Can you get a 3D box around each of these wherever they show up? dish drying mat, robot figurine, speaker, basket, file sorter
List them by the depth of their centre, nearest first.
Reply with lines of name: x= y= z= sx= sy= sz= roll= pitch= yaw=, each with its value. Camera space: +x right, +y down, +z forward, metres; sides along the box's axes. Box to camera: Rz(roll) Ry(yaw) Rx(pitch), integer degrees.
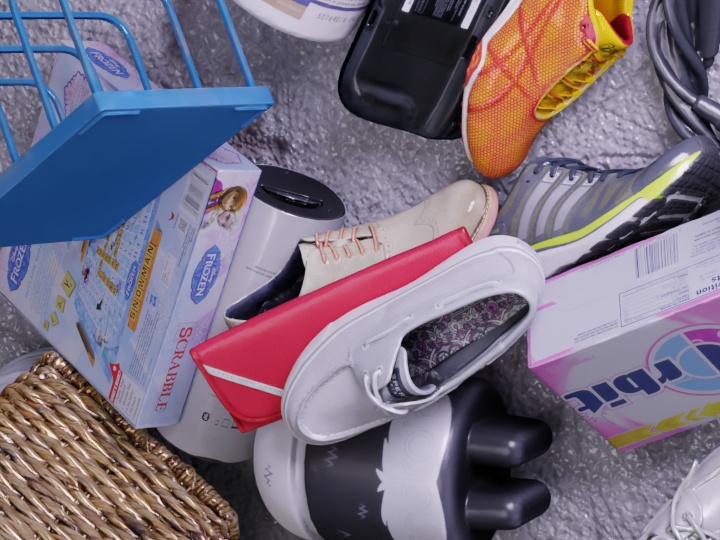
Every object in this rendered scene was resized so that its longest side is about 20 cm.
file sorter: x=-0.182 y=-0.111 z=1.417 sx=0.200 sy=0.138 sz=0.123 roll=-33 pitch=72 yaw=42
dish drying mat: x=-0.006 y=0.042 z=1.427 sx=0.199 sy=0.018 sz=0.077 roll=-23 pitch=114 yaw=16
robot figurine: x=0.027 y=0.127 z=1.489 sx=0.199 sy=0.151 sz=0.125 roll=3 pitch=147 yaw=25
speaker: x=-0.077 y=0.030 z=1.534 sx=0.081 sy=0.081 sz=0.201 roll=28 pitch=114 yaw=17
basket: x=-0.204 y=0.188 z=1.572 sx=0.200 sy=0.149 sz=0.143 roll=38 pitch=148 yaw=12

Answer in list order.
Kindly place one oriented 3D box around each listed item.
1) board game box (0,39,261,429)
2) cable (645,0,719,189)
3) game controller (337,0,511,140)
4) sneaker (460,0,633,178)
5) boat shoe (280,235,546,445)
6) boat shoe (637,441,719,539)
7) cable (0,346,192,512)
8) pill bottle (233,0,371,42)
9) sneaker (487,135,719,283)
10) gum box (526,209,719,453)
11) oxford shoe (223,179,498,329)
board game box: x=-0.167 y=-0.028 z=1.542 sx=0.199 sy=0.041 sz=0.201 roll=40 pitch=120 yaw=38
cable: x=0.254 y=-0.138 z=1.352 sx=0.163 sy=0.051 sz=0.201 roll=-15 pitch=101 yaw=33
game controller: x=0.062 y=-0.175 z=1.409 sx=0.104 sy=0.042 sz=0.201 roll=17 pitch=115 yaw=-18
sneaker: x=0.124 y=-0.139 z=1.388 sx=0.077 sy=0.073 sz=0.201 roll=43 pitch=121 yaw=32
boat shoe: x=0.031 y=0.056 z=1.382 sx=0.200 sy=0.069 sz=0.072 roll=-29 pitch=112 yaw=17
boat shoe: x=0.213 y=0.176 z=1.430 sx=0.075 sy=0.086 sz=0.202 roll=46 pitch=118 yaw=8
cable: x=-0.219 y=0.160 z=1.644 sx=0.200 sy=0.069 sz=0.200 roll=46 pitch=118 yaw=8
pill bottle: x=-0.008 y=-0.254 z=1.406 sx=0.111 sy=0.111 sz=0.200 roll=38 pitch=117 yaw=12
sneaker: x=0.140 y=-0.043 z=1.405 sx=0.200 sy=0.074 sz=0.081 roll=-30 pitch=70 yaw=37
gum box: x=0.215 y=0.031 z=1.368 sx=0.199 sy=0.066 sz=0.113 roll=-23 pitch=135 yaw=29
oxford shoe: x=0.000 y=0.000 z=1.446 sx=0.200 sy=0.071 sz=0.074 roll=-38 pitch=122 yaw=13
